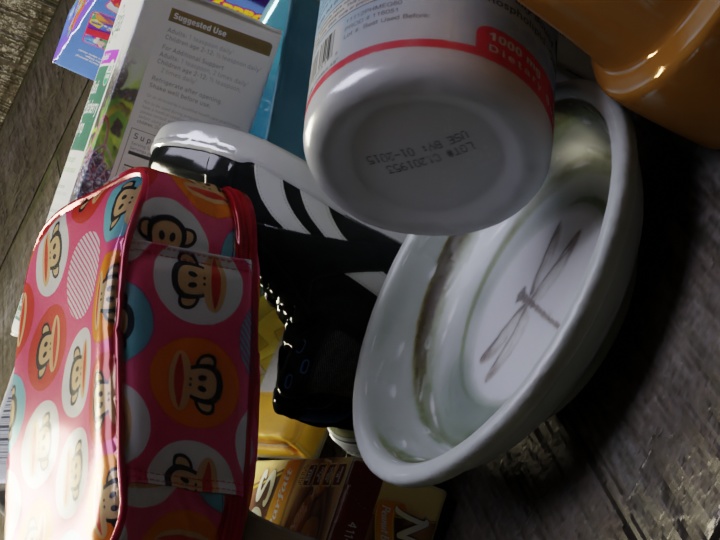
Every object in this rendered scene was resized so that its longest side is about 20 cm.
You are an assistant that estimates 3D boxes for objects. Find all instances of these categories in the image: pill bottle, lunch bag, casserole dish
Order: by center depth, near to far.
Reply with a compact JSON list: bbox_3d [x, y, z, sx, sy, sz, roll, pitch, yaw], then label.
[{"bbox_3d":[0.036,-0.120,1.316,0.109,0.109,0.200,-52,23,44],"label":"pill bottle"},{"bbox_3d":[-0.118,0.063,1.377,0.176,0.082,0.200,-27,56,56],"label":"lunch bag"},{"bbox_3d":[-0.049,-0.064,1.563,0.121,0.039,0.200,122,163,-48],"label":"casserole dish"}]

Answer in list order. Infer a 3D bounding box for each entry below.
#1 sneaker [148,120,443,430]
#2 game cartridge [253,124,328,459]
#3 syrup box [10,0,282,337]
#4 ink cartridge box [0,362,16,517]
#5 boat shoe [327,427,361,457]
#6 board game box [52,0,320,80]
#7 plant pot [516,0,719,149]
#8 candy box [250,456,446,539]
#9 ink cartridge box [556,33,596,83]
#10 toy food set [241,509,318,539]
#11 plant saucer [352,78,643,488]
[{"bbox_3d":[-0.036,0.010,1.411,0.112,0.200,0.073,-60,-18,-15],"label":"sneaker"},{"bbox_3d":[-0.062,0.007,1.601,0.176,0.032,0.200,2,61,38],"label":"game cartridge"},{"bbox_3d":[-0.114,-0.046,1.543,0.079,0.081,0.200,-165,93,-75],"label":"syrup box"},{"bbox_3d":[-0.139,0.092,1.717,0.043,0.200,0.198,-3,54,26],"label":"ink cartridge box"},{"bbox_3d":[0.000,0.000,1.501,0.062,0.072,0.200,60,-161,-52],"label":"boat shoe"},{"bbox_3d":[-0.069,-0.136,1.758,0.134,0.200,0.045,-47,23,51],"label":"board game box"},{"bbox_3d":[0.111,-0.178,1.211,0.200,0.183,0.200,-58,16,28],"label":"plant pot"},{"bbox_3d":[-0.028,0.155,1.446,0.115,0.055,0.200,-71,16,-10],"label":"candy box"},{"bbox_3d":[0.055,-0.119,1.511,0.144,0.084,0.200,-52,21,34],"label":"ink cartridge box"},{"bbox_3d":[-0.078,0.169,1.409,0.200,0.060,0.144,29,100,65],"label":"toy food set"},{"bbox_3d":[0.072,0.013,1.293,0.200,0.050,0.200,-48,26,32],"label":"plant saucer"}]
